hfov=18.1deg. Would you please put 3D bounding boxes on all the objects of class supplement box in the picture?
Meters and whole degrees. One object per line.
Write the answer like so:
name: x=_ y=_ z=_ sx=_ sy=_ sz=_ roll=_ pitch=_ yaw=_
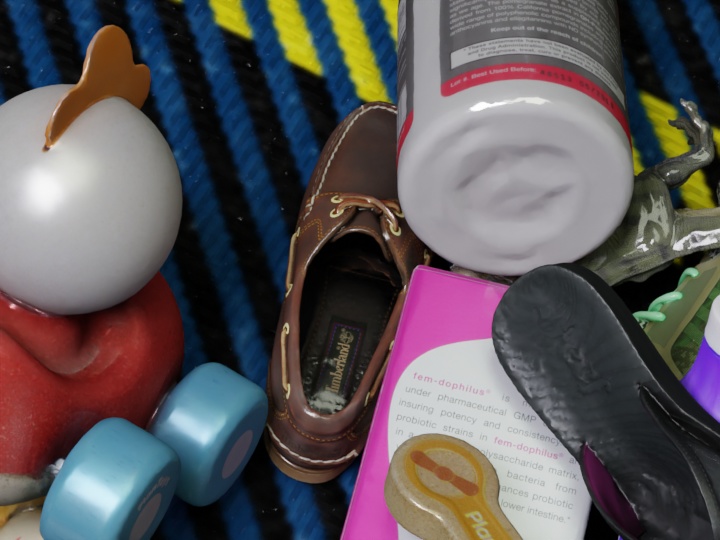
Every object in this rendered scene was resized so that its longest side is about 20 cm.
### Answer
supplement box: x=0.047 y=0.114 z=0.986 sx=0.100 sy=0.103 sz=0.201 roll=14 pitch=69 yaw=6

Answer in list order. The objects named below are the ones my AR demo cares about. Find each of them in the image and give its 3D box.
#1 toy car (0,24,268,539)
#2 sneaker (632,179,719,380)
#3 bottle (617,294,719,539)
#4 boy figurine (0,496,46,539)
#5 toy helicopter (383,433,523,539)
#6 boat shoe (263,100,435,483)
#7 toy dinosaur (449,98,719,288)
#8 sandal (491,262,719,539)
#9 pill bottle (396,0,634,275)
toy car: x=-0.122 y=-0.012 z=0.957 sx=0.184 sy=0.201 sz=0.177 roll=30 pitch=22 yaw=14
sneaker: x=0.153 y=0.034 z=1.083 sx=0.088 sy=0.077 sz=0.201 roll=9 pitch=58 yaw=8
bottle: x=0.153 y=0.105 z=0.969 sx=0.083 sy=0.201 sz=0.065 roll=-14 pitch=36 yaw=-38
boy figurine: x=-0.204 y=0.123 z=0.980 sx=0.198 sy=0.065 sz=0.125 roll=10 pitch=59 yaw=-2
toy helicopter: x=0.077 y=0.138 z=0.875 sx=0.131 sy=0.079 sz=0.200 roll=-13 pitch=50 yaw=-28
boat shoe: x=0.000 y=0.000 z=1.072 sx=0.070 sy=0.070 sz=0.201 roll=10 pitch=61 yaw=-1
toy dinosaur: x=0.140 y=-0.029 z=1.093 sx=0.199 sy=0.048 sz=0.089 roll=-17 pitch=43 yaw=26
sandal: x=0.118 y=0.083 z=0.907 sx=0.201 sy=0.075 sz=0.048 roll=48 pitch=30 yaw=20
pill bottle: x=0.072 y=-0.103 z=1.094 sx=0.110 sy=0.111 sz=0.201 roll=7 pitch=44 yaw=-6
